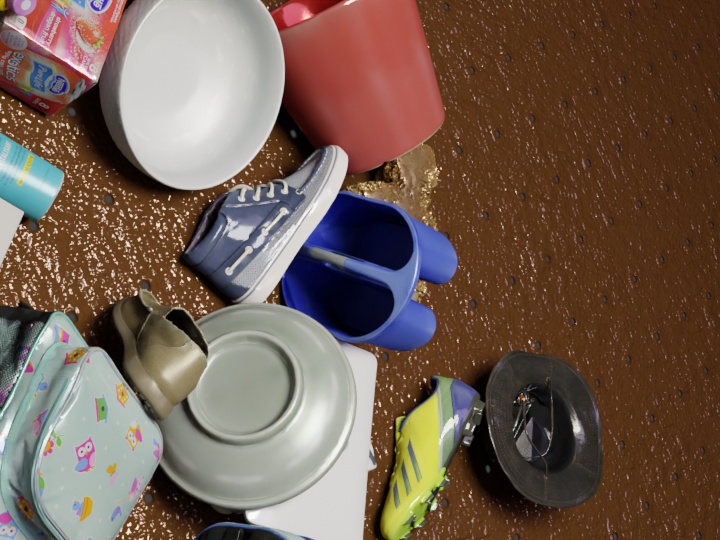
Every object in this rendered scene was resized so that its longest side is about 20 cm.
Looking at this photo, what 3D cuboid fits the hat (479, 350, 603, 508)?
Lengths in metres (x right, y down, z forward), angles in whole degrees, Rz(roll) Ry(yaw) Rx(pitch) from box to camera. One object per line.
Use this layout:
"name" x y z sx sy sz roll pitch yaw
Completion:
"hat" 0.197 0.194 1.426 0.199 0.081 0.203 18 60 -34

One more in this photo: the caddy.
"caddy" 0.000 0.000 1.221 0.104 0.199 0.143 22 87 -42

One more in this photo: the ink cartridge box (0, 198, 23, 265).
"ink cartridge box" -0.360 0.001 0.919 0.125 0.128 0.202 35 54 -30

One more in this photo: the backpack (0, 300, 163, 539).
"backpack" -0.260 0.150 0.938 0.201 0.152 0.177 -58 145 -29

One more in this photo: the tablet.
"tablet" -0.043 0.154 1.144 0.129 0.014 0.203 22 59 -29

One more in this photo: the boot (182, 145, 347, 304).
"boot" -0.093 -0.065 1.218 0.090 0.072 0.201 40 67 -22

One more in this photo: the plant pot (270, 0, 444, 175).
"plant pot" -0.005 -0.215 1.303 0.201 0.199 0.179 -47 117 -42

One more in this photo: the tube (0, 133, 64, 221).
"tube" -0.351 -0.112 1.029 0.199 0.050 0.078 31 49 -27

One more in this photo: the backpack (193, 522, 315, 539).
"backpack" -0.083 0.323 1.027 0.146 0.181 0.203 24 72 -47

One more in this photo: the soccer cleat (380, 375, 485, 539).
"soccer cleat" 0.063 0.203 1.318 0.083 0.065 0.201 25 61 15

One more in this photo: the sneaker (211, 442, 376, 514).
"sneaker" -0.078 0.155 1.178 0.197 0.079 0.131 -10 76 -38

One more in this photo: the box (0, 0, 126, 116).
"box" -0.276 -0.258 1.110 0.099 0.095 0.202 31 56 -31

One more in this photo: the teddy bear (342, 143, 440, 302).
"teddy bear" 0.036 -0.048 1.373 0.143 0.066 0.203 0 82 -34

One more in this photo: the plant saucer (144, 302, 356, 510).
"plant saucer" -0.102 0.112 1.096 0.050 0.197 0.203 83 15 -62

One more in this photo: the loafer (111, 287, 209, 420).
"loafer" -0.169 0.065 1.051 0.067 0.200 0.077 -30 115 -4

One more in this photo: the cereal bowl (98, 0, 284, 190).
"cereal bowl" -0.172 -0.185 1.170 0.199 0.083 0.203 -21 121 -40

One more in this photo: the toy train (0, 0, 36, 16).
"toy train" -0.323 -0.285 1.024 0.056 0.148 0.202 72 38 -58
